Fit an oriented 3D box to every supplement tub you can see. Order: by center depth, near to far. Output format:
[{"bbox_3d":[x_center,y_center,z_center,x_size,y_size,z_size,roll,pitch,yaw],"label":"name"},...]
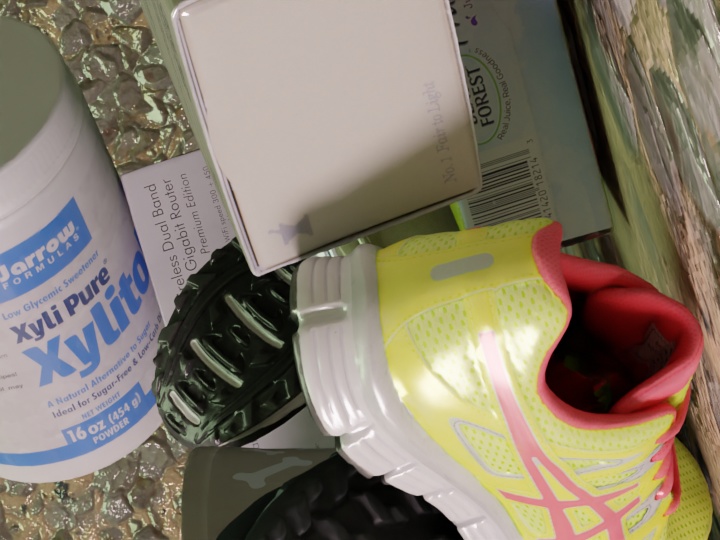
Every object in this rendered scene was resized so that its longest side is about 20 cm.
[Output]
[{"bbox_3d":[-0.168,-0.006,1.101,0.200,0.132,0.132,70,-179,-46],"label":"supplement tub"}]

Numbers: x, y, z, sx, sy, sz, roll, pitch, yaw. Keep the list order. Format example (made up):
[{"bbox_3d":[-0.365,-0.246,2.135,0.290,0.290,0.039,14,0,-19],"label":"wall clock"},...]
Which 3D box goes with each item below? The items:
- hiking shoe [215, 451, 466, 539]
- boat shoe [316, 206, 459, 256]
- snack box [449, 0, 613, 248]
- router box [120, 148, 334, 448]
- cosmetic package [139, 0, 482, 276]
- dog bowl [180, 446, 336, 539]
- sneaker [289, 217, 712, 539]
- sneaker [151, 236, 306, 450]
[{"bbox_3d":[0.000,0.094,0.710,0.200,0.087,0.075,-5,-106,-63],"label":"hiking shoe"},{"bbox_3d":[0.052,0.020,0.821,0.200,0.072,0.062,50,160,5],"label":"boat shoe"},{"bbox_3d":[0.023,-0.120,0.759,0.142,0.053,0.200,-110,2,-60],"label":"snack box"},{"bbox_3d":[0.004,0.025,1.078,0.049,0.179,0.200,69,-178,-79],"label":"router box"},{"bbox_3d":[-0.036,-0.108,0.676,0.104,0.073,0.200,76,172,-47],"label":"cosmetic package"},{"bbox_3d":[-0.015,0.158,0.880,0.200,0.059,0.201,-13,-90,-86],"label":"dog bowl"},{"bbox_3d":[0.066,0.043,0.673,0.200,0.090,0.078,34,-140,-51],"label":"sneaker"},{"bbox_3d":[0.000,0.000,0.934,0.074,0.200,0.079,41,174,29],"label":"sneaker"}]
